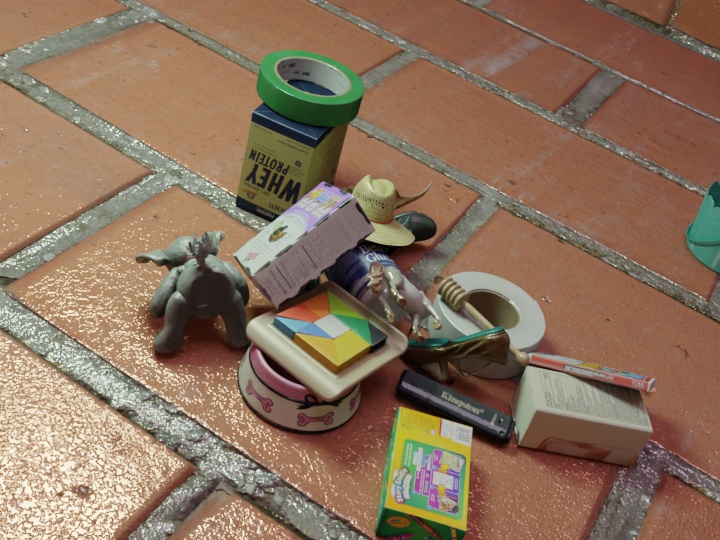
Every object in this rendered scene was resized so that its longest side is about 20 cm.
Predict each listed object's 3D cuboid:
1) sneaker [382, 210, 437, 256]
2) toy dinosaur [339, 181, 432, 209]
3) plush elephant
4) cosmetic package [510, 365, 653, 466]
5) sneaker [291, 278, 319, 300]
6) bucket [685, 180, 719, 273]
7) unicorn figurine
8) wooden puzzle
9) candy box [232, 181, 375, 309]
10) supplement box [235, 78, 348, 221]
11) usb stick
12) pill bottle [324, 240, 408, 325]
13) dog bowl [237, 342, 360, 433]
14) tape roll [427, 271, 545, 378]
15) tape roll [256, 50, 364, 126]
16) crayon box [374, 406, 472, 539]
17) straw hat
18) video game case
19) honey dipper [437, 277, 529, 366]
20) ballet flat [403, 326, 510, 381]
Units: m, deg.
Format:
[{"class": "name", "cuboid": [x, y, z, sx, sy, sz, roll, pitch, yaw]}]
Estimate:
[{"class": "sneaker", "cuboid": [0.054, -0.058, 1.822, 0.196, 0.076, 0.080, -6, 50, -15]}, {"class": "toy dinosaur", "cuboid": [0.052, -0.123, 1.865, 0.196, 0.102, 0.059, -2, 39, -24]}, {"class": "plush elephant", "cuboid": [-0.264, 0.014, 1.519, 0.162, 0.204, 0.155, -9, 24, -22]}, {"class": "cosmetic package", "cuboid": [0.348, 0.232, 1.538, 0.196, 0.088, 0.104, 13, 36, -8]}, {"class": "sneaker", "cuboid": [-0.100, 0.008, 1.650, 0.076, 0.081, 0.202, 9, 36, -10]}, {"class": "bucket", "cuboid": [0.822, -0.088, 2.115, 0.203, 0.136, 0.209, 12, 36, -9]}, {"class": "unicorn figurine", "cuboid": [0.078, 0.055, 1.546, 0.073, 0.201, 0.138, -28, 31, 7]}, {"class": "wooden puzzle", "cuboid": [-0.046, 0.096, 1.468, 0.184, 0.038, 0.199, 35, 40, 22]}, {"class": "candy box", "cuboid": [-0.094, -0.044, 1.539, 0.199, 0.072, 0.168, -39, 21, -7]}, {"class": "supplement box", "cuboid": [-0.125, -0.225, 1.841, 0.132, 0.202, 0.201, 23, 36, 9]}, {"class": "usb stick", "cuboid": [0.149, 0.214, 1.525, 0.197, 0.033, 0.056, 25, 36, 9]}, {"class": "pill bottle", "cuboid": [0.000, 0.000, 1.674, 0.109, 0.112, 0.201, -9, 43, -31]}, {"class": "dog bowl", "cuboid": [-0.086, 0.149, 1.476, 0.196, 0.075, 0.202, 11, 37, -8]}, {"class": "tape roll", "cuboid": [0.219, 0.093, 1.681, 0.198, 0.072, 0.204, 11, 36, -8]}, {"class": "tape roll", "cuboid": [-0.093, -0.339, 1.789, 0.196, 0.049, 0.202, 11, 36, -8]}, {"class": "crayon box", "cuboid": [0.093, 0.295, 1.373, 0.117, 0.059, 0.201, 16, 36, -1]}, {"class": "straw hat", "cuboid": [0.022, -0.120, 1.700, 0.197, 0.087, 0.201, 16, 17, -5]}, {"class": "video game case", "cuboid": [0.383, 0.166, 1.598, 0.196, 0.018, 0.143, 12, 1, 20]}, {"class": "honey dipper", "cuboid": [0.206, 0.088, 1.597, 0.038, 0.038, 0.200, -21, 54, -41]}, {"class": "ballet flat", "cuboid": [0.152, 0.140, 1.571, 0.197, 0.074, 0.068, -10, 2, 26]}]
